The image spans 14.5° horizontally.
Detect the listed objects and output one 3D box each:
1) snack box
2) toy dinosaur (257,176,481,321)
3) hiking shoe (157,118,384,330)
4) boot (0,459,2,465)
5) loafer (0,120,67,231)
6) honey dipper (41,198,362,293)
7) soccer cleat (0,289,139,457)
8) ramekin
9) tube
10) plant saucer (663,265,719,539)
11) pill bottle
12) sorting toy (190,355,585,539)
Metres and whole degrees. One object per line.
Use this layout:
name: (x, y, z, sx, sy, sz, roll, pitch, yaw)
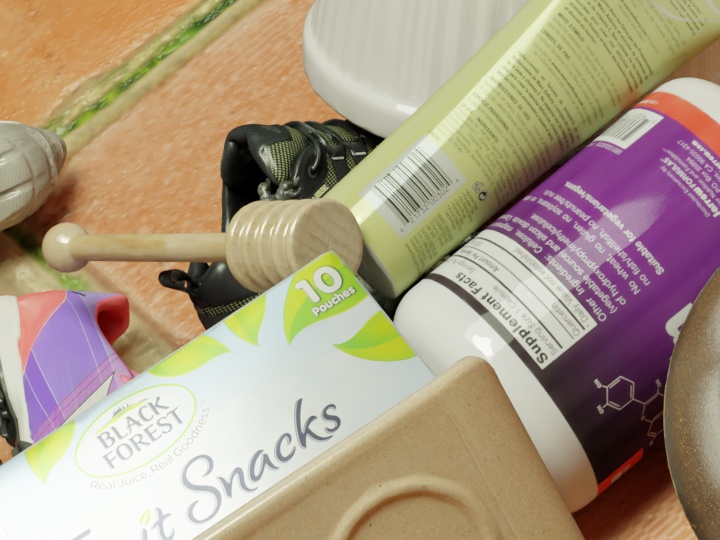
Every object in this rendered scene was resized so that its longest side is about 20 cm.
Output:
snack box: (-0.050, 0.105, 1.027, 0.200, 0.053, 0.142, -34, 65, -14)
toy dinosaur: (0.000, 0.000, 1.200, 0.199, 0.088, 0.047, -15, 16, -10)
hiking shoe: (-0.009, -0.040, 1.261, 0.076, 0.101, 0.200, 0, 48, 43)
boot: (-0.230, 0.089, 1.211, 0.070, 0.200, 0.146, -50, 57, 16)
loafer: (-0.238, -0.032, 1.426, 0.199, 0.070, 0.070, -10, 12, 25)
honey dipper: (-0.073, -0.010, 1.176, 0.200, 0.038, 0.038, 0, 46, 53)
soccer cleat: (-0.118, 0.080, 1.240, 0.073, 0.068, 0.200, -11, 44, -12)
ramekin: (0.075, -0.134, 1.265, 0.202, 0.095, 0.203, 1, 31, 0)
tube: (0.070, -0.071, 1.159, 0.200, 0.058, 0.052, -42, 60, -11)
plant saucer: (0.212, 0.049, 1.044, 0.199, 0.032, 0.201, -3, 67, 6)
pill bottle: (0.093, 0.021, 1.140, 0.200, 0.113, 0.112, -39, 42, -11)
sorting toy: (0.003, 0.154, 0.971, 0.200, 0.185, 0.036, -34, 18, -17)
